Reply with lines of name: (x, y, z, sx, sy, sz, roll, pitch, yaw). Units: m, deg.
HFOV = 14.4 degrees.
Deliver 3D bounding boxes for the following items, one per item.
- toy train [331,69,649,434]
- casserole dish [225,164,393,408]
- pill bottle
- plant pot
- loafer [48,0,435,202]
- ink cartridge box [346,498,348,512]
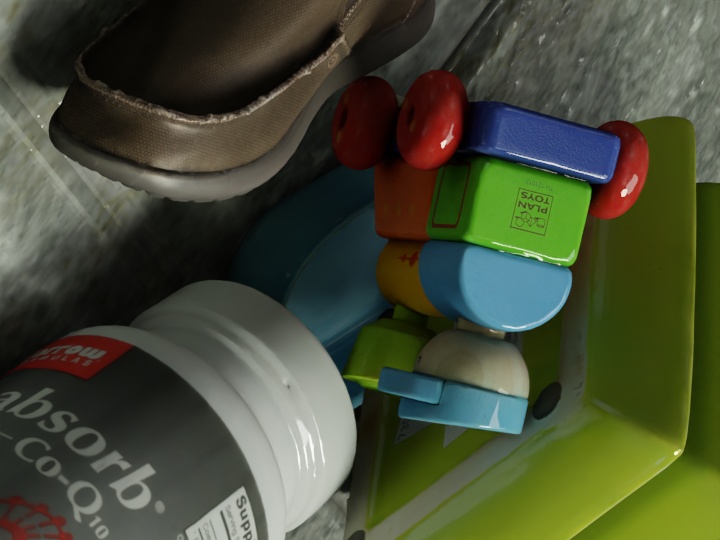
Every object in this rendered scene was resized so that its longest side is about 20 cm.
toy train: (0.022, -0.005, 1.026, 0.200, 0.085, 0.116, -174, -82, -71)
casserole dish: (0.000, 0.000, 1.164, 0.200, 0.039, 0.121, -31, 146, -48)
pill bottle: (-0.098, 0.089, 0.972, 0.200, 0.116, 0.116, -37, 150, -43)
plant pot: (0.109, 0.074, 1.062, 0.199, 0.181, 0.200, -40, -153, 36)
loafer: (-0.036, -0.089, 0.943, 0.200, 0.073, 0.071, -46, 153, -52)
ink cartridge box: (0.079, 0.046, 1.272, 0.200, 0.086, 0.146, -60, -177, 4)
